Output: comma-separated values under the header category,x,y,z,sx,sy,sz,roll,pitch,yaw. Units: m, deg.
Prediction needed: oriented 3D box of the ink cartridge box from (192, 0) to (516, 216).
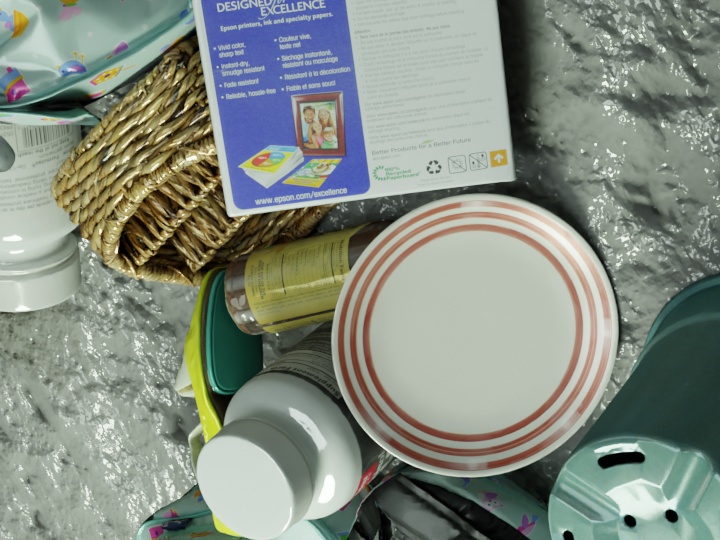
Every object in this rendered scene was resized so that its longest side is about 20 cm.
category,x,y,z,sx,sy,sz,roll,pitch,yaw
ink cartridge box,-0.005,-0.144,1.418,0.197,0.047,0.201,-7,112,2

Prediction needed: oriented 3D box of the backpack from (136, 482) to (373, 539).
category,x,y,z,sx,sy,sz,roll,pitch,yaw
backpack,-0.065,0.241,1.672,0.199,0.153,0.176,-18,99,31

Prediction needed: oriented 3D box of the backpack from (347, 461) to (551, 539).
category,x,y,z,sx,sy,sz,roll,pitch,yaw
backpack,0.085,0.222,1.564,0.200,0.127,0.167,35,104,10

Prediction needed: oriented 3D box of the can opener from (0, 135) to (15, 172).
category,x,y,z,sx,sy,sz,roll,pitch,yaw
can opener,-0.329,-0.091,1.617,0.200,0.053,0.067,22,156,37

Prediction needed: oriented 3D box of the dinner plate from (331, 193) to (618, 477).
category,x,y,z,sx,sy,sz,roll,pitch,yaw
dinner plate,0.078,0.044,1.489,0.199,0.024,0.201,-1,102,-7

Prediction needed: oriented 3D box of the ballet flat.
category,x,y,z,sx,sy,sz,roll,pitch,yaw
ballet flat,-0.104,0.100,1.599,0.067,0.067,0.201,-19,79,37

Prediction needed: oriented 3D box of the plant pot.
category,x,y,z,sx,sy,sz,roll,pitch,yaw
plant pot,0.228,0.129,1.377,0.200,0.196,0.201,16,121,27

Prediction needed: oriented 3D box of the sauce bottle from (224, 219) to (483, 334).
category,x,y,z,sx,sy,sz,roll,pitch,yaw
sauce bottle,0.000,0.000,1.551,0.199,0.065,0.065,-12,106,26

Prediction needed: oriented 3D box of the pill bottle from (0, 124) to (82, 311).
category,x,y,z,sx,sy,sz,roll,pitch,yaw
pill bottle,-0.270,-0.076,1.677,0.114,0.114,0.201,13,119,30

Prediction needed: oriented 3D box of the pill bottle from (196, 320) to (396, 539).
category,x,y,z,sx,sy,sz,roll,pitch,yaw
pill bottle,-0.028,0.108,1.542,0.110,0.200,0.111,16,122,28

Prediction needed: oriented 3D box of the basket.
category,x,y,z,sx,sy,sz,roll,pitch,yaw
basket,-0.111,-0.065,1.552,0.149,0.143,0.200,52,131,3

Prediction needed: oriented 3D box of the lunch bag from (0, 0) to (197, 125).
category,x,y,z,sx,sy,sz,roll,pitch,yaw
lunch bag,-0.206,-0.164,1.502,0.200,0.170,0.122,-34,92,2
